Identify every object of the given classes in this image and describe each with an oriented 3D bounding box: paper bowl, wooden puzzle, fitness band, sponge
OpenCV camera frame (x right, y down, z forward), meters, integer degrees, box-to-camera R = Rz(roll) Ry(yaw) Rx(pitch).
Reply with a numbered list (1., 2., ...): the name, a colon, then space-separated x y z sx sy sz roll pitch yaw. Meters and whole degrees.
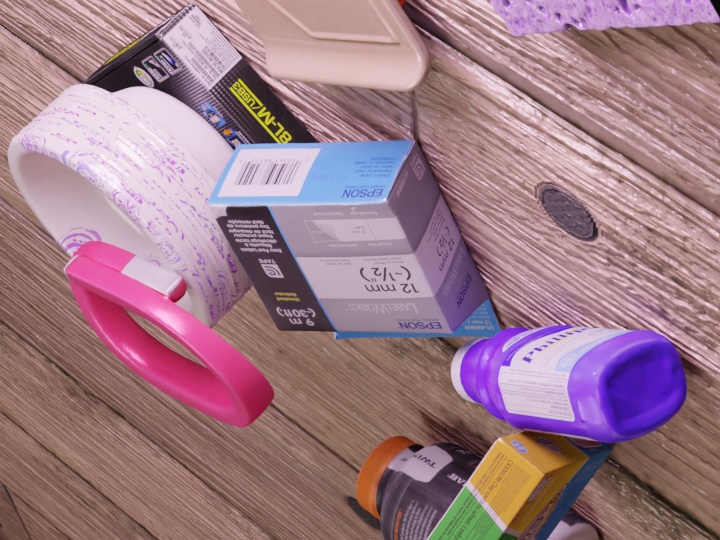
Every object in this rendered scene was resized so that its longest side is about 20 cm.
1. paper bowl: -0.154 -0.054 1.567 0.201 0.104 0.201 36 157 18
2. wooden puzzle: -0.048 -0.205 1.315 0.185 0.037 0.200 13 139 55
3. fitness band: -0.144 0.048 1.550 0.200 0.037 0.144 23 152 44
4. sponge: 0.112 -0.172 1.073 0.112 0.030 0.200 53 158 -22

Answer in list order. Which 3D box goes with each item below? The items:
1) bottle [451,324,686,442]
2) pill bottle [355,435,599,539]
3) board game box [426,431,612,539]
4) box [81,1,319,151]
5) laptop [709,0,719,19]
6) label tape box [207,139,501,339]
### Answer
1. bottle: 0.132 0.073 1.431 0.200 0.083 0.065 3 113 62
2. pill bottle: 0.089 0.209 1.744 0.200 0.106 0.106 29 155 35
3. board game box: 0.097 0.180 1.489 0.040 0.153 0.200 37 -167 16
4. box: -0.105 -0.097 1.604 0.200 0.048 0.193 49 156 -12
5. laptop: 0.226 -0.142 0.811 0.200 0.103 0.177 12 143 56
6. label tape box: 0.000 0.000 1.498 0.143 0.066 0.200 0 135 29
